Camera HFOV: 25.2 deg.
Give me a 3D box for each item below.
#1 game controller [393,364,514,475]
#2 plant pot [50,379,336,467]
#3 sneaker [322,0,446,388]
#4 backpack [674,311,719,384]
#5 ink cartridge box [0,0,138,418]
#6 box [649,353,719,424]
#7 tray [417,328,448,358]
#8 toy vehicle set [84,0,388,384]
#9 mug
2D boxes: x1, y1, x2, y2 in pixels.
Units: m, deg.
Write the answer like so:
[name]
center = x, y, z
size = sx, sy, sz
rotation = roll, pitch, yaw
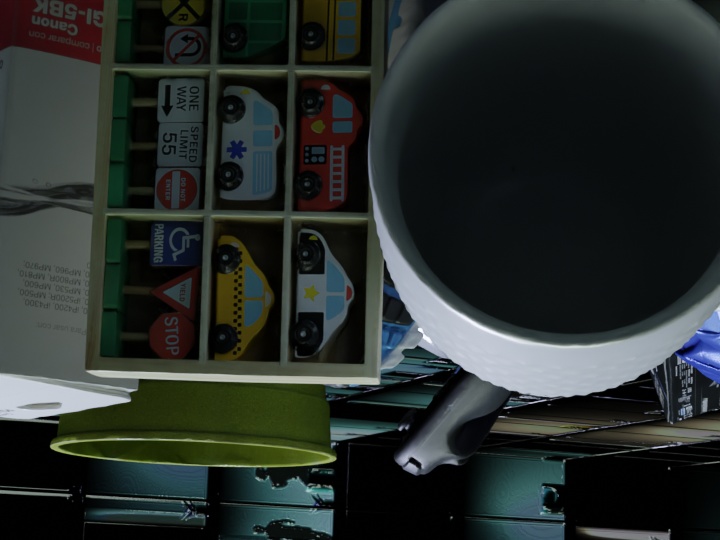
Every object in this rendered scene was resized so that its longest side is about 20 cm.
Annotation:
[game controller]
center = 0.076, 0.037, 0.856
size = 0.042, 0.105, 0.200
rotation = 31, -154, 7
[plant pot]
center = -0.113, 0.034, 1.145
size = 0.199, 0.194, 0.200
rotation = 2, 168, 0
[sneaker]
center = -0.001, -0.043, 0.757
size = 0.086, 0.201, 0.075
rotation = 4, 163, 39
[backpack]
center = 0.254, -0.026, 0.759
size = 0.162, 0.201, 0.168
rotation = 21, 176, 33
[ink cartridge box]
center = -0.170, -0.034, 0.800
size = 0.082, 0.202, 0.146
rotation = 10, 165, -33
[box]
center = 0.270, 0.019, 1.091
size = 0.163, 0.087, 0.200
rotation = -19, 159, 6
[tray]
center = -0.024, -0.040, 0.818
size = 0.199, 0.108, 0.022
rotation = 28, -151, 12
[toy vehicle set]
center = -0.051, -0.053, 0.694
size = 0.123, 0.202, 0.027
rotation = 0, 170, 4
[mug]
center = 0.105, -0.016, 0.654
size = 0.199, 0.149, 0.175
rotation = 11, 166, 6
